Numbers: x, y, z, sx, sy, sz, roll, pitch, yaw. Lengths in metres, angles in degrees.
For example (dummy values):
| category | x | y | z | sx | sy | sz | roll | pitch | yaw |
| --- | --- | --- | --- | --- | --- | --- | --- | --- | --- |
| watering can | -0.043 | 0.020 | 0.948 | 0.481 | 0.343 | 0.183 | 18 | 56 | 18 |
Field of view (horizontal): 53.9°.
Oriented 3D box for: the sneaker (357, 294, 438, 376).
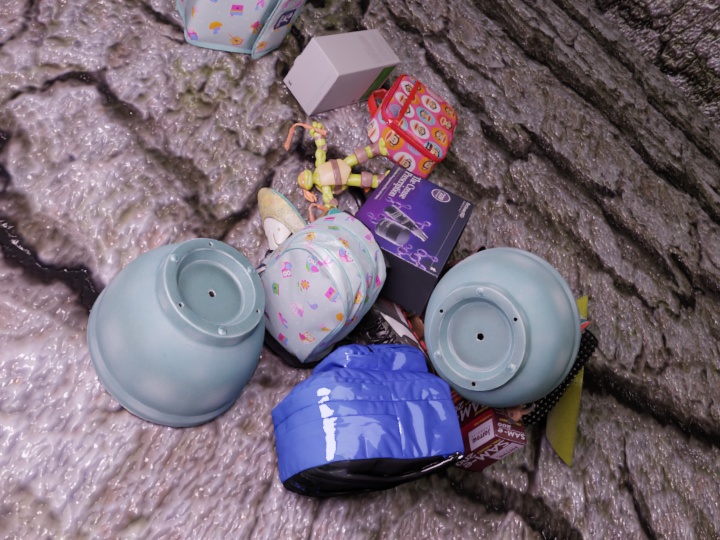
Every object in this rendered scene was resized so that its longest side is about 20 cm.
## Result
| category | x | y | z | sx | sy | sz | roll | pitch | yaw |
| --- | --- | --- | --- | --- | --- | --- | --- | --- | --- |
| sneaker | 0.044 | 0.103 | 0.975 | 0.202 | 0.070 | 0.098 | 52 | 16 | -14 |

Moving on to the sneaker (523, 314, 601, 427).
| category | x | y | z | sx | sy | sz | roll | pitch | yaw |
| --- | --- | --- | --- | --- | --- | --- | --- | --- | --- |
| sneaker | 0.262 | 0.138 | 1.049 | 0.070 | 0.202 | 0.094 | 26 | 14 | -41 |

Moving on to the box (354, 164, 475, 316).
| category | x | y | z | sx | sy | sz | roll | pitch | yaw |
| --- | --- | --- | --- | --- | --- | --- | --- | --- | --- |
| box | 0.065 | -0.049 | 0.997 | 0.139 | 0.080 | 0.201 | 29 | 40 | 5 |

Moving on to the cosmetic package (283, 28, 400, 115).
| category | x | y | z | sx | sy | sz | roll | pitch | yaw |
| --- | --- | --- | --- | --- | --- | --- | --- | --- | --- |
| cosmetic package | -0.031 | -0.358 | 1.269 | 0.086 | 0.107 | 0.199 | 52 | 42 | 5 |

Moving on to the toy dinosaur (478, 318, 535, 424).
| category | x | y | z | sx | sy | sz | roll | pitch | yaw |
| --- | --- | --- | --- | --- | --- | --- | --- | --- | --- |
| toy dinosaur | 0.210 | 0.085 | 0.951 | 0.084 | 0.205 | 0.136 | -13 | 21 | -13 |

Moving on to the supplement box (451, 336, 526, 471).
| category | x | y | z | sx | sy | sz | roll | pitch | yaw |
| --- | --- | --- | --- | --- | --- | --- | --- | --- | --- |
| supplement box | 0.174 | 0.175 | 1.040 | 0.060 | 0.109 | 0.204 | 18 | 48 | -25 |

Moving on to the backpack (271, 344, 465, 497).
| category | x | y | z | sx | sy | sz | roll | pitch | yaw |
| --- | --- | --- | --- | --- | --- | --- | --- | --- | --- |
| backpack | -0.008 | 0.179 | 0.842 | 0.195 | 0.163 | 0.171 | 0 | 60 | -30 |

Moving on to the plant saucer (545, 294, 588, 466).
| category | x | y | z | sx | sy | sz | roll | pitch | yaw |
| --- | --- | --- | --- | --- | --- | --- | --- | --- | --- |
| plant saucer | 0.336 | 0.176 | 1.161 | 0.047 | 0.204 | 0.202 | 6 | 40 | 17 |

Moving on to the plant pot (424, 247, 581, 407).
| category | x | y | z | sx | sy | sz | roll | pitch | yaw |
| --- | --- | --- | --- | --- | --- | --- | --- | --- | --- |
| plant pot | 0.159 | 0.074 | 0.864 | 0.203 | 0.199 | 0.133 | 59 | 23 | 13 |

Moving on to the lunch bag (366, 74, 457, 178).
| category | x | y | z | sx | sy | sz | roll | pitch | yaw |
| --- | --- | --- | --- | --- | --- | --- | --- | --- | --- |
| lunch bag | 0.091 | -0.283 | 1.345 | 0.174 | 0.082 | 0.202 | 35 | 41 | -9 |

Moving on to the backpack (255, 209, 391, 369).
| category | x | y | z | sx | sy | sz | roll | pitch | yaw |
| --- | --- | --- | --- | --- | --- | --- | --- | --- | --- |
| backpack | -0.054 | 0.025 | 0.884 | 0.167 | 0.200 | 0.127 | 46 | 41 | -3 |

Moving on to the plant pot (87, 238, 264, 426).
| category | x | y | z | sx | sy | sz | roll | pitch | yaw |
| --- | --- | --- | --- | --- | --- | --- | --- | --- | --- |
| plant pot | -0.186 | 0.051 | 0.791 | 0.197 | 0.134 | 0.204 | 23 | 46 | -26 |

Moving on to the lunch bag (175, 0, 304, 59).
| category | x | y | z | sx | sy | sz | roll | pitch | yaw |
| --- | --- | --- | --- | --- | --- | --- | --- | --- | --- |
| lunch bag | -0.179 | -0.447 | 1.155 | 0.196 | 0.171 | 0.124 | 3 | 56 | -36 |

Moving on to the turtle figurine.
| category | x | y | z | sx | sy | sz | roll | pitch | yaw |
| --- | --- | --- | --- | --- | --- | --- | --- | --- | --- |
| turtle figurine | -0.031 | -0.143 | 1.111 | 0.157 | 0.065 | 0.205 | -10 | 71 | -6 |

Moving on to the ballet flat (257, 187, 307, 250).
| category | x | y | z | sx | sy | sz | roll | pitch | yaw |
| --- | --- | --- | --- | --- | --- | --- | --- | --- | --- |
| ballet flat | -0.089 | -0.029 | 1.002 | 0.201 | 0.071 | 0.071 | 48 | 41 | 0 |

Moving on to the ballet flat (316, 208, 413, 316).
| category | x | y | z | sx | sy | sz | roll | pitch | yaw |
| --- | --- | --- | --- | --- | --- | --- | --- | --- | --- |
| ballet flat | 0.000 | 0.000 | 1.048 | 0.200 | 0.072 | 0.068 | 45 | 40 | -5 |

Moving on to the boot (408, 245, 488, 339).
| category | x | y | z | sx | sy | sz | roll | pitch | yaw |
| --- | --- | --- | --- | --- | --- | --- | --- | --- | --- |
| boot | 0.150 | 0.017 | 1.093 | 0.072 | 0.167 | 0.200 | 41 | 41 | -1 |

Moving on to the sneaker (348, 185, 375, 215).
| category | x | y | z | sx | sy | sz | roll | pitch | yaw |
| --- | --- | --- | --- | --- | --- | --- | --- | --- | --- |
| sneaker | 0.025 | -0.056 | 1.128 | 0.088 | 0.070 | 0.204 | 5 | 55 | -20 |
